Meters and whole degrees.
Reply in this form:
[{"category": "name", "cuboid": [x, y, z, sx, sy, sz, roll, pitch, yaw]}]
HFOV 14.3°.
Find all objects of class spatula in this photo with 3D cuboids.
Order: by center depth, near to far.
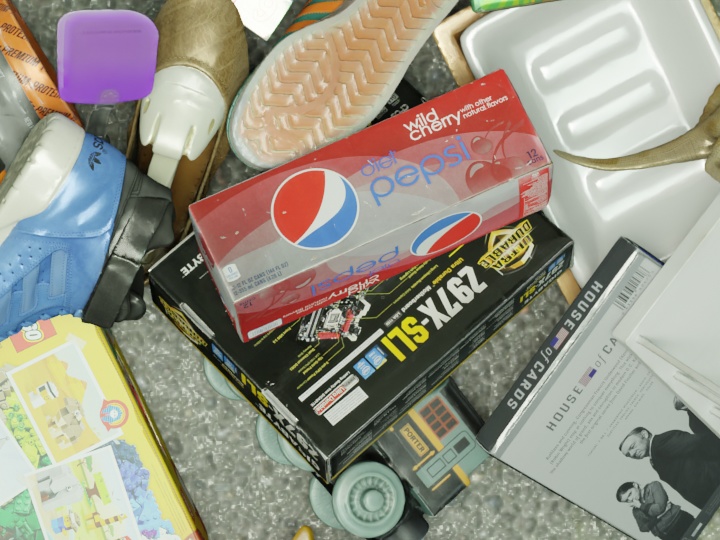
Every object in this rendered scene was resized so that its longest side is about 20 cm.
[{"category": "spatula", "cuboid": [-0.149, -0.081, 1.641, 0.056, 0.200, 0.021, -3, 59, -12]}]

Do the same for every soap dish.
[{"category": "soap dish", "cuboid": [0.152, -0.095, 1.731, 0.157, 0.081, 0.201, -28, 101, -1]}]

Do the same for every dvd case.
[{"category": "dvd case", "cuboid": [0.175, 0.082, 1.740, 0.200, 0.025, 0.151, 32, 95, -42]}]

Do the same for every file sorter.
[{"category": "file sorter", "cuboid": [0.276, 0.053, 1.696, 0.139, 0.124, 0.200, -52, 132, -4]}]

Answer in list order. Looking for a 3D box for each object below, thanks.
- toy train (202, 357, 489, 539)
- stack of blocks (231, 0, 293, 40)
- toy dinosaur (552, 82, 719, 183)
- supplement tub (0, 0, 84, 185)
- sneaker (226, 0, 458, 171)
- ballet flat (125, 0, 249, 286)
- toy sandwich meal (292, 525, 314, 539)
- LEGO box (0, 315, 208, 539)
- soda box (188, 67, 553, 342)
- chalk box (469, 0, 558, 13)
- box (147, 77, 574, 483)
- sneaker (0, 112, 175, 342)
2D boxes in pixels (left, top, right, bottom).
[{"category": "toy train", "cuboid": [-0.009, 0.075, 1.746, 0.114, 0.085, 0.200, -40, 98, -12]}, {"category": "stack of blocks", "cuboid": [-0.024, -0.234, 1.673, 0.058, 0.115, 0.200, 34, 95, -10]}, {"category": "toy dinosaur", "cuboid": [0.218, -0.079, 1.656, 0.199, 0.101, 0.058, -31, 130, 11]}, {"category": "supplement tub", "cuboid": [-0.268, -0.072, 1.669, 0.199, 0.123, 0.123, -32, 101, 0]}, {"category": "sneaker", "cuboid": [-0.010, -0.128, 1.684, 0.071, 0.080, 0.200, 47, 69, -10]}, {"category": "ballet flat", "cuboid": [-0.112, -0.068, 1.671, 0.068, 0.072, 0.201, 20, 126, -2]}, {"category": "toy sandwich meal", "cuboid": [-0.089, 0.209, 1.713, 0.205, 0.205, 0.070, -29, 84, -1]}, {"category": "LEGO box", "cuboid": [-0.198, 0.111, 1.729, 0.148, 0.077, 0.201, -25, 101, -1]}, {"category": "soda box", "cuboid": [0.007, -0.037, 1.633, 0.199, 0.063, 0.070, -23, 67, -7]}, {"category": "chalk box", "cuboid": [0.109, -0.219, 1.607, 0.199, 0.125, 0.125, -7, 102, 6]}, {"category": "box", "cuboid": [0.000, 0.000, 1.680, 0.200, 0.049, 0.160, -41, 74, -15]}, {"category": "sneaker", "cuboid": [-0.182, 0.018, 1.633, 0.111, 0.077, 0.200, 31, 104, -16]}]
